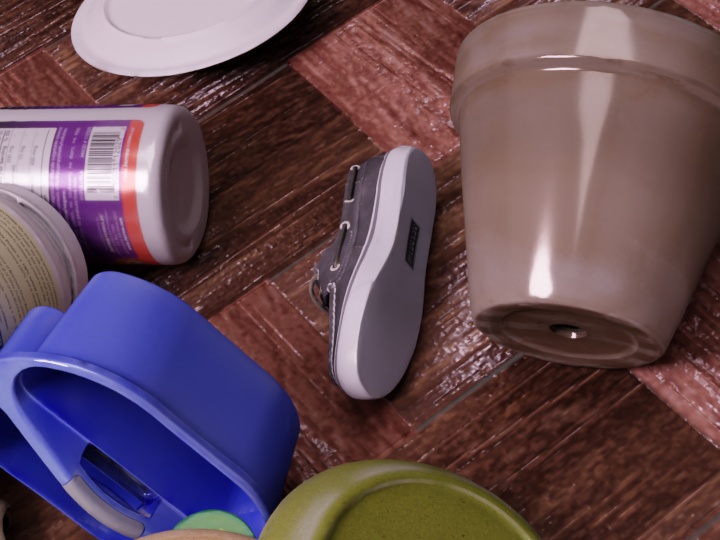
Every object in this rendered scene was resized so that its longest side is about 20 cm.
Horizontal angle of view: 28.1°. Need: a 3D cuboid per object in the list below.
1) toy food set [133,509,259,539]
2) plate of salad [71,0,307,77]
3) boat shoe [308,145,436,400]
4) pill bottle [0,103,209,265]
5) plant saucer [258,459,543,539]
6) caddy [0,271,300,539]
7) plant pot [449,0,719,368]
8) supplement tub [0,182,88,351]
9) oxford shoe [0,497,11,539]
[{"bbox_3d":[-0.088,0.229,0.753,0.198,0.049,0.200,21,80,10],"label":"toy food set"},{"bbox_3d":[-0.132,-0.207,1.151,0.200,0.048,0.200,-9,41,8],"label":"plate of salad"},{"bbox_3d":[0.000,0.000,0.948,0.066,0.070,0.200,-9,51,27],"label":"boat shoe"},{"bbox_3d":[-0.216,-0.060,1.008,0.200,0.112,0.112,1,52,13],"label":"pill bottle"},{"bbox_3d":[0.039,0.179,0.748,0.200,0.031,0.200,16,47,-18],"label":"plant saucer"},{"bbox_3d":[-0.129,0.097,0.817,0.141,0.200,0.105,-25,32,39],"label":"caddy"},{"bbox_3d":[0.142,-0.039,0.886,0.200,0.200,0.174,6,71,17],"label":"plant pot"},{"bbox_3d":[-0.267,0.030,0.880,0.145,0.145,0.200,6,20,17],"label":"supplement tub"},{"bbox_3d":[-0.258,0.153,0.892,0.075,0.071,0.200,-5,39,-32],"label":"oxford shoe"}]
